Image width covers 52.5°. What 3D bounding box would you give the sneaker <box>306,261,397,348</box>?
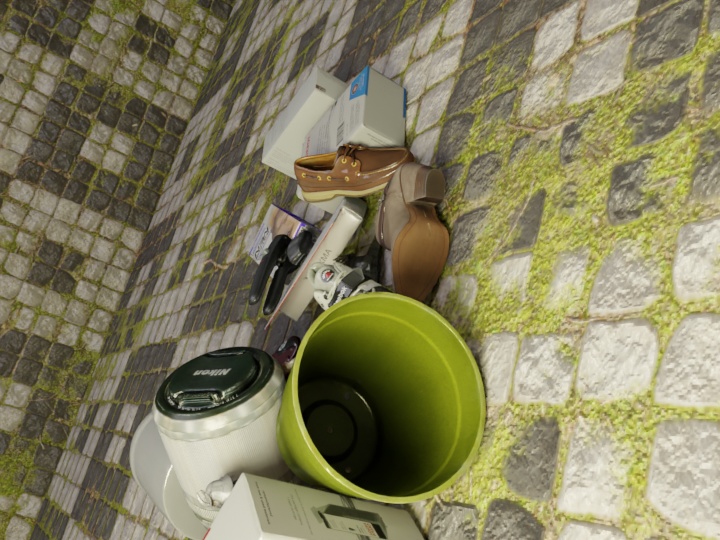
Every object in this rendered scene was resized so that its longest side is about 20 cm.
[{"bbox_3d":[-0.014,0.034,0.875,0.074,0.088,0.200,-57,25,-6],"label":"sneaker"}]

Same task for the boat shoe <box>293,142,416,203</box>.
[{"bbox_3d":[-0.015,-0.153,1.094,0.199,0.068,0.072,-7,39,30],"label":"boat shoe"}]

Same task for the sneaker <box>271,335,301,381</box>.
[{"bbox_3d":[-0.105,0.163,1.064,0.116,0.075,0.200,-52,27,19],"label":"sneaker"}]

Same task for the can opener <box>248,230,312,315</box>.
[{"bbox_3d":[-0.133,-0.001,1.130,0.079,0.063,0.200,-53,7,34],"label":"can opener"}]

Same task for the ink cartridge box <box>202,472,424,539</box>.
[{"bbox_3d":[-0.050,0.290,0.688,0.147,0.199,0.083,-58,31,13],"label":"ink cartridge box"}]

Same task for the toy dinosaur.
[{"bbox_3d":[0.000,0.000,1.041,0.088,0.047,0.201,-33,37,43],"label":"toy dinosaur"}]

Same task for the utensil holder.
[{"bbox_3d":[-0.246,0.299,1.112,0.200,0.169,0.171,4,71,61],"label":"utensil holder"}]

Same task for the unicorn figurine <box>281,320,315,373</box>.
[{"bbox_3d":[-0.049,0.107,0.972,0.137,0.074,0.200,-36,19,-17],"label":"unicorn figurine"}]

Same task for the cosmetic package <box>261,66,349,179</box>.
[{"bbox_3d":[-0.090,-0.267,1.367,0.200,0.112,0.081,-43,33,36],"label":"cosmetic package"}]

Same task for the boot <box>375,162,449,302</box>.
[{"bbox_3d":[0.057,-0.046,0.954,0.146,0.070,0.201,167,119,-70],"label":"boot"}]

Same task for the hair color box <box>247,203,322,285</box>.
[{"bbox_3d":[-0.135,-0.046,1.318,0.110,0.065,0.200,-64,27,3],"label":"hair color box"}]

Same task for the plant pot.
[{"bbox_3d":[-0.002,0.151,0.769,0.193,0.199,0.202,133,152,-58],"label":"plant pot"}]

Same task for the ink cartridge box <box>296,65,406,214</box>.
[{"bbox_3d":[-0.016,-0.210,1.204,0.200,0.084,0.147,-40,35,43],"label":"ink cartridge box"}]

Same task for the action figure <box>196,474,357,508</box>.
[{"bbox_3d":[-0.083,0.263,0.783,0.130,0.199,0.070,-1,68,64],"label":"action figure"}]

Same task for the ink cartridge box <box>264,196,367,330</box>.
[{"bbox_3d":[-0.063,-0.009,1.103,0.201,0.043,0.174,-56,7,19],"label":"ink cartridge box"}]

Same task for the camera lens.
[{"bbox_3d":[-0.153,0.207,0.894,0.160,0.159,0.201,-133,27,-63],"label":"camera lens"}]
